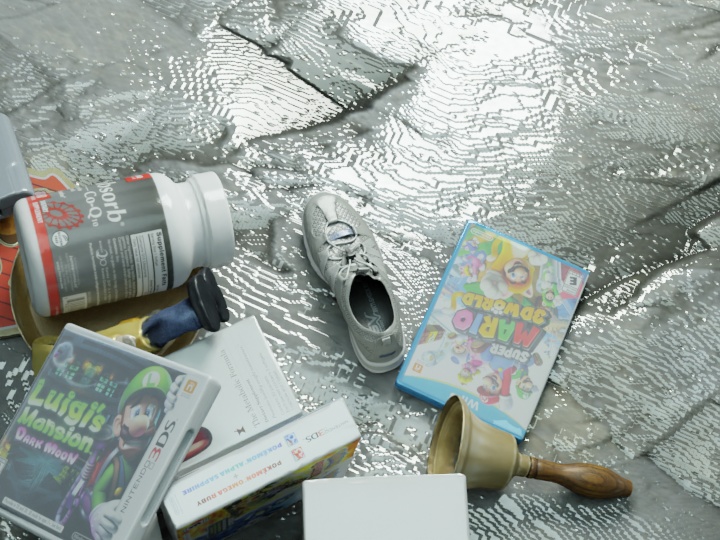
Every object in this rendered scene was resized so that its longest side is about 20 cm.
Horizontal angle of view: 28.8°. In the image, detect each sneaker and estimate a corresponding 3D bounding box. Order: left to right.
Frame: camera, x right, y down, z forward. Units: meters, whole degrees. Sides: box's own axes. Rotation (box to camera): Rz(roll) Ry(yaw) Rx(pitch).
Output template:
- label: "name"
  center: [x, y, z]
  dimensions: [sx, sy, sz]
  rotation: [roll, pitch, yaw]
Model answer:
- label: "sneaker"
  center: [0.000, 0.000, 1.433]
  dimensions: [0.074, 0.082, 0.202]
  rotation: [-23, 71, -12]

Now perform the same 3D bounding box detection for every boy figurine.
- label: "boy figurine"
  center: [-0.224, 0.063, 1.350]
  dimensions: [0.198, 0.124, 0.065]
  rotation: [-21, 98, 14]

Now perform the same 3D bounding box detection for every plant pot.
- label: "plant pot"
  center: [-0.255, 0.021, 1.423]
  dimensions: [0.197, 0.027, 0.203]
  rotation: [3, 75, -11]

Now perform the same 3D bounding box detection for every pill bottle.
- label: "pill bottle"
  center: [-0.230, -0.031, 1.368]
  dimensions: [0.198, 0.116, 0.117]
  rotation: [-13, 69, -17]

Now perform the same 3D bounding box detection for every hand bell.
- label: "hand bell"
  center: [0.174, 0.194, 1.377]
  dimensions: [0.197, 0.104, 0.105]
  rotation: [14, 67, -12]

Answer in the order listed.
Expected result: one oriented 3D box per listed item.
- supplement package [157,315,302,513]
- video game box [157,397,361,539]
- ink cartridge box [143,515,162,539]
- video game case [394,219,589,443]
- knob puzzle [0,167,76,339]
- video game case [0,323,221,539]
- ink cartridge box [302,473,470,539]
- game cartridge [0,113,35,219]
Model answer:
- label: "supplement package"
  center: [-0.167, 0.148, 1.348]
  dimensions: [0.198, 0.110, 0.115]
  rotation: [-25, 71, -13]
- label: "video game box"
  center: [-0.093, 0.195, 1.286]
  dimensions: [0.181, 0.200, 0.047]
  rotation: [-28, 76, -13]
- label: "ink cartridge box"
  center: [-0.220, 0.334, 1.241]
  dimensions: [0.082, 0.146, 0.202]
  rotation: [-1, 64, -36]
- label: "video game case"
  center: [0.138, 0.060, 1.451]
  dimensions: [0.142, 0.018, 0.202]
  rotation: [24, 69, 6]
- label: "knob puzzle"
  center: [-0.351, -0.022, 1.450]
  dimensions: [0.216, 0.031, 0.222]
  rotation: [1, 67, -3]
- label: "video game case"
  center: [-0.235, 0.151, 1.225]
  dimensions: [0.198, 0.023, 0.183]
  rotation: [15, 70, 38]
- label: "ink cartridge box"
  center: [0.020, 0.280, 1.257]
  dimensions: [0.144, 0.200, 0.149]
  rotation: [-2, 68, -3]
- label: "game cartridge"
  center: [-0.445, -0.088, 1.450]
  dimensions: [0.198, 0.042, 0.134]
  rotation: [-23, 61, -7]
